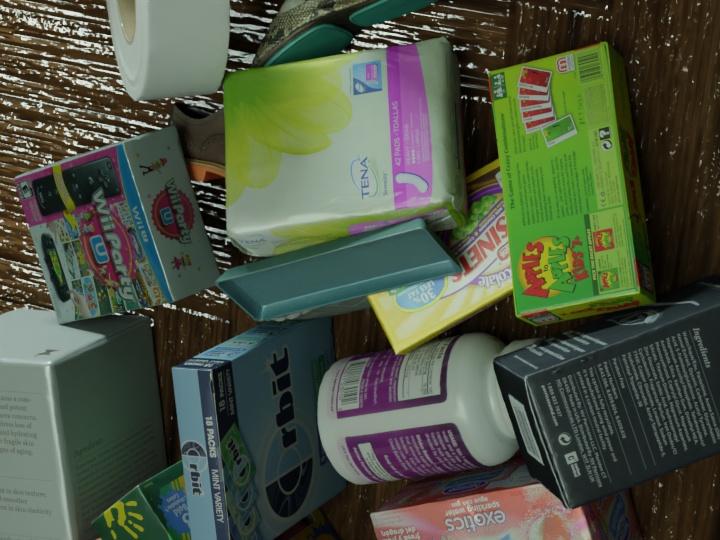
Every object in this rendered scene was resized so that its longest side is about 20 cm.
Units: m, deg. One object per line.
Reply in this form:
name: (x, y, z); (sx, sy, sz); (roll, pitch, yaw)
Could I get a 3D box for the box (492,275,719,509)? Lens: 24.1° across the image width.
box: (0.215, 0.087, 1.266); (0.198, 0.148, 0.105); (-20, 94, -3)

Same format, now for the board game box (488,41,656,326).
board game box: (0.164, -0.066, 1.313); (0.101, 0.048, 0.202); (-12, 74, 25)

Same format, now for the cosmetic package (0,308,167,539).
cosmetic package: (-0.298, 0.156, 1.601); (0.166, 0.166, 0.202); (2, 105, 28)

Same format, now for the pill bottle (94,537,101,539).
pill bottle: (-0.172, 0.309, 1.544); (0.106, 0.200, 0.107); (-25, 49, 33)

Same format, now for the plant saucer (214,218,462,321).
plant saucer: (-0.019, -0.001, 1.372); (0.199, 0.070, 0.019); (-15, 52, 27)

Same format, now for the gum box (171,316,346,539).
gum box: (-0.083, 0.139, 1.460); (0.044, 0.200, 0.172); (2, 104, 28)

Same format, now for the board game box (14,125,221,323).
board game box: (-0.224, -0.039, 1.537); (0.199, 0.064, 0.149); (-11, 99, 48)

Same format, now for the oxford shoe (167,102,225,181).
oxford shoe: (-0.091, -0.114, 1.476); (0.198, 0.071, 0.074); (5, 101, 28)

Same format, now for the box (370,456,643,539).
box: (0.123, 0.218, 1.424); (0.199, 0.102, 0.095); (-15, 95, 30)

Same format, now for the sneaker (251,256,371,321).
sneaker: (0.000, 0.000, 1.460); (0.198, 0.079, 0.075); (-10, 80, 15)

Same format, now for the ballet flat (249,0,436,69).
ballet flat: (-0.017, -0.225, 1.417); (0.199, 0.068, 0.076); (-27, 68, 27)

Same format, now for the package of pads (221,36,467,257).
package of pads: (-0.014, -0.096, 1.381); (0.198, 0.068, 0.156); (-7, 70, 15)

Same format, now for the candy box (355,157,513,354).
candy box: (0.093, -0.022, 1.383); (0.199, 0.026, 0.103); (-30, 83, 12)

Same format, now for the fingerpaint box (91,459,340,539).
fingerpaint box: (-0.117, 0.243, 1.504); (0.073, 0.200, 0.167); (-38, 83, 30)

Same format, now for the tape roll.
tape roll: (-0.166, -0.246, 1.414); (0.202, 0.070, 0.204); (173, 90, -74)

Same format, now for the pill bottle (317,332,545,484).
pill bottle: (0.072, 0.114, 1.420); (0.199, 0.112, 0.113); (-12, 97, 31)
